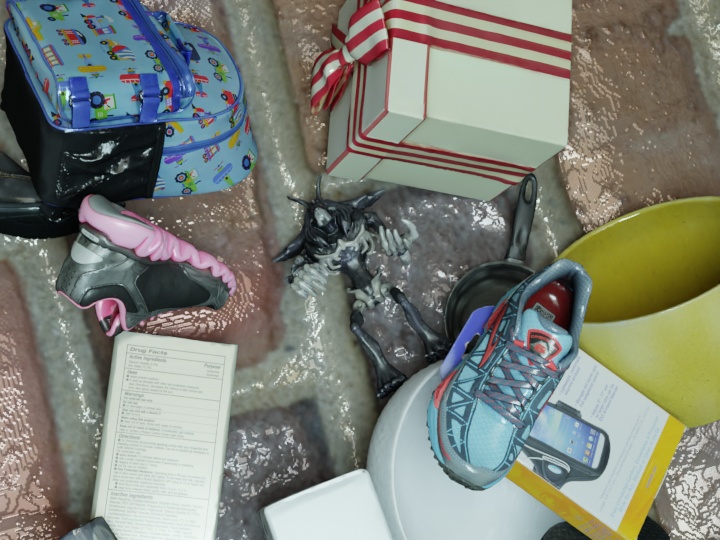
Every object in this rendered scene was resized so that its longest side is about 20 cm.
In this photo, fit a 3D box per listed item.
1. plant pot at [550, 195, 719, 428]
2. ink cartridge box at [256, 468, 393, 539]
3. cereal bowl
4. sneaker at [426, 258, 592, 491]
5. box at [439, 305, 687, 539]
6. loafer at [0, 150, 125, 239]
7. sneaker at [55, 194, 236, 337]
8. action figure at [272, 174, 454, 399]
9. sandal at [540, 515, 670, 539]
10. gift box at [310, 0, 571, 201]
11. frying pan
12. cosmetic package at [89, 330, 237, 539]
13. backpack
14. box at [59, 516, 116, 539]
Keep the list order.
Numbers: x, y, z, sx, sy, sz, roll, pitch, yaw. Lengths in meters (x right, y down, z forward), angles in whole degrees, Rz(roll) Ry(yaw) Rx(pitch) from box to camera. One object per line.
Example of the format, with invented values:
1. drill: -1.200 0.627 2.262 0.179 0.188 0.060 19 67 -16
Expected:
1. plant pot: 0.268 0.048 1.125 0.199 0.200 0.143 -31 113 -15
2. ink cartridge box: -0.017 0.237 1.010 0.083 0.200 0.146 -20 81 -10
3. cereal bowl: 0.083 0.173 1.087 0.199 0.083 0.202 8 76 -32
4. sneaker: 0.114 0.067 0.978 0.079 0.096 0.201 30 59 -1
5. box: 0.152 0.118 1.048 0.199 0.042 0.119 35 59 0
6. loafer: -0.297 -0.067 1.096 0.198 0.073 0.073 -3 73 -12
7. sneaker: -0.174 0.010 1.052 0.079 0.200 0.096 25 87 29
8. action figure: 0.000 0.000 1.113 0.118 0.102 0.201 -32 78 -5
9. sandal: 0.198 0.240 1.071 0.075 0.200 0.048 41 110 27
10. gift box: 0.061 -0.181 1.133 0.185 0.185 0.202 8 68 -18
11. frying pan: 0.120 0.013 1.171 0.114 0.031 0.192 -8 76 -14
12. cosmetic package: -0.162 0.157 1.067 0.103 0.073 0.202 8 76 -8
13. backpack: -0.180 -0.143 1.077 0.198 0.135 0.183 -7 45 -26
14. box: -0.233 0.305 0.984 0.199 0.049 0.162 -34 84 13
